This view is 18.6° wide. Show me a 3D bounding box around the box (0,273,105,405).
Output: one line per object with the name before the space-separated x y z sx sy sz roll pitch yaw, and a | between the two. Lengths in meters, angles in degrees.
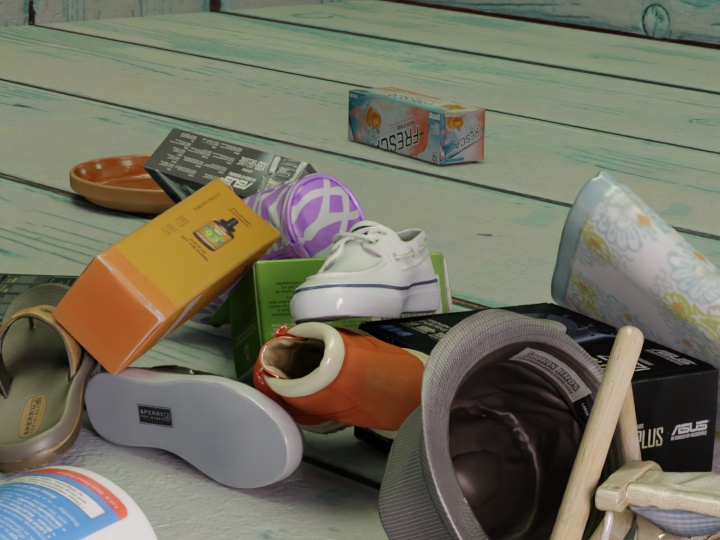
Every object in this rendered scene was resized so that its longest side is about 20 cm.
box | -0.266 0.049 1.672 0.157 0.051 0.200 2 14 2

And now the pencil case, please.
pencil case | -0.082 -0.014 1.725 0.200 0.084 0.085 -25 12 48

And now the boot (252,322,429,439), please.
boot | -0.033 0.062 1.442 0.107 0.075 0.200 21 -10 -30

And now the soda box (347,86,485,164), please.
soda box | 0.065 -0.175 2.639 0.068 0.064 0.200 -7 15 -33

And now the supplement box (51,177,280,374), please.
supplement box | -0.134 0.001 1.550 0.067 0.069 0.200 44 30 4

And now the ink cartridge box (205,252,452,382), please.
ink cartridge box | -0.027 0.048 1.678 0.148 0.076 0.200 -2 -14 -16

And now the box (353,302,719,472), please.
box | 0.114 0.089 1.474 0.164 0.086 0.200 -5 15 -29

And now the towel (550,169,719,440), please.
towel | 0.208 0.027 1.490 0.171 0.048 0.200 40 -14 13

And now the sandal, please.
sandal | -0.225 0.061 1.494 0.082 0.055 0.200 -19 31 13

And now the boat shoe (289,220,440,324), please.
boat shoe | 0.000 0.000 1.484 0.073 0.067 0.200 -5 -1 16

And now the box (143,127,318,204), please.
box | -0.074 -0.040 1.868 0.200 0.158 0.050 18 65 49

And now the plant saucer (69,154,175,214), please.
plant saucer | -0.206 -0.090 2.312 0.200 0.032 0.200 1 14 0

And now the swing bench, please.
swing bench | 0.196 0.150 1.101 0.199 0.130 0.200 9 47 25

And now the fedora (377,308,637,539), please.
fedora | 0.074 0.118 1.265 0.090 0.177 0.200 -26 8 40

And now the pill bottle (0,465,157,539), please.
pill bottle | -0.189 0.170 1.039 0.112 0.112 0.200 9 14 27

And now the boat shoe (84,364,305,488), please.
boat shoe | -0.099 0.098 1.469 0.200 0.070 0.066 4 13 44
